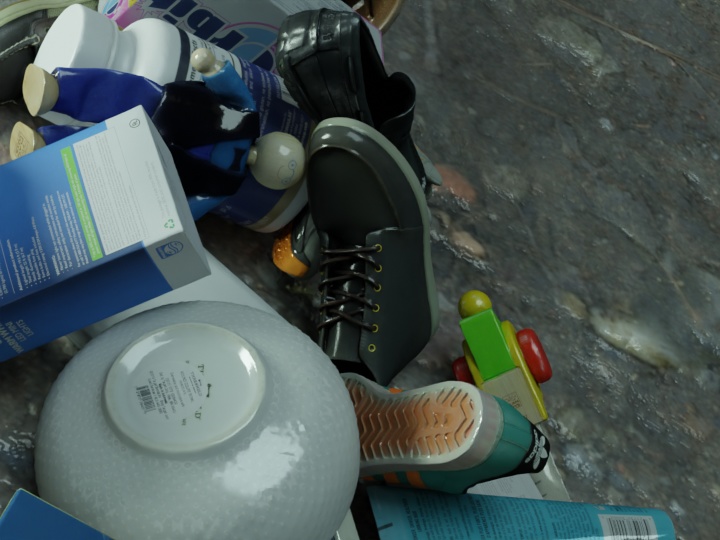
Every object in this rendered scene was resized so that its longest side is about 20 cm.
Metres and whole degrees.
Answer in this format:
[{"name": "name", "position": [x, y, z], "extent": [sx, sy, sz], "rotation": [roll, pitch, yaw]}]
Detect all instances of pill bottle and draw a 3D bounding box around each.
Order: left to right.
[{"name": "pill bottle", "position": [-0.129, -0.111, 1.200], "extent": [0.200, 0.111, 0.111], "rotation": [23, 42, -28]}]

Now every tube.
[{"name": "tube", "position": [0.105, 0.173, 1.088], "extent": [0.200, 0.050, 0.077], "rotation": [7, 30, -19]}]

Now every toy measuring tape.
[{"name": "toy measuring tape", "position": [0.119, 0.107, 1.230], "extent": [0.074, 0.074, 0.200], "rotation": [-15, 78, -41]}]

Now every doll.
[{"name": "doll", "position": [-0.128, -0.082, 1.120], "extent": [0.200, 0.137, 0.048], "rotation": [6, 19, -30]}]

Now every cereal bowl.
[{"name": "cereal bowl", "position": [-0.099, 0.094, 1.010], "extent": [0.200, 0.083, 0.200], "rotation": [0, 50, 1]}]

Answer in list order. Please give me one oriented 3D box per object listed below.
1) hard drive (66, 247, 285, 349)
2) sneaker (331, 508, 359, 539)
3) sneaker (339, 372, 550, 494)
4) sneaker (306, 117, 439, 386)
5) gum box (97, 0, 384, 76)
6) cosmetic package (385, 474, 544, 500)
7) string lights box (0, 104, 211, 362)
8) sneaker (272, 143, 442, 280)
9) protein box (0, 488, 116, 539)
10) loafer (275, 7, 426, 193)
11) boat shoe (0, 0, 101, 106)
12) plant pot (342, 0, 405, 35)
[{"name": "hard drive", "position": [-0.159, 0.008, 1.156], "extent": [0.200, 0.026, 0.132], "rotation": [42, 42, 7]}, {"name": "sneaker", "position": [-0.061, 0.139, 1.066], "extent": [0.084, 0.075, 0.200], "rotation": [0, 49, -28]}, {"name": "sneaker", "position": [0.036, 0.112, 1.090], "extent": [0.080, 0.200, 0.071], "rotation": [28, 72, -34]}, {"name": "sneaker", "position": [0.000, 0.000, 1.162], "extent": [0.075, 0.200, 0.106], "rotation": [-1, 35, 28]}, {"name": "gum box", "position": [-0.084, -0.175, 1.270], "extent": [0.200, 0.113, 0.066], "rotation": [33, 38, -32]}, {"name": "cosmetic package", "position": [0.087, 0.180, 1.139], "extent": [0.083, 0.051, 0.200], "rotation": [-10, 58, -34]}, {"name": "string lights box", "position": [-0.204, -0.012, 1.035], "extent": [0.200, 0.059, 0.103], "rotation": [-22, 58, 2]}, {"name": "sneaker", "position": [0.008, -0.047, 1.285], "extent": [0.092, 0.076, 0.200], "rotation": [38, 43, -3]}, {"name": "protein box", "position": [-0.143, 0.259, 0.852], "extent": [0.200, 0.135, 0.199], "rotation": [30, 41, -6]}, {"name": "loafer", "position": [0.009, -0.109, 1.187], "extent": [0.201, 0.070, 0.068], "rotation": [54, 36, -48]}, {"name": "boat shoe", "position": [-0.226, -0.159, 1.232], "extent": [0.065, 0.073, 0.200], "rotation": [37, 41, 9]}, {"name": "plant pot", "position": [-0.058, -0.300, 1.396], "extent": [0.200, 0.200, 0.198], "rotation": [21, 36, -16]}]
